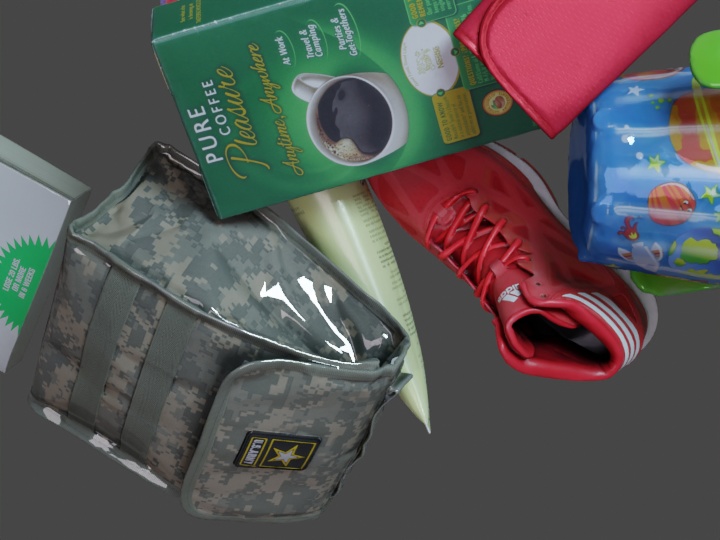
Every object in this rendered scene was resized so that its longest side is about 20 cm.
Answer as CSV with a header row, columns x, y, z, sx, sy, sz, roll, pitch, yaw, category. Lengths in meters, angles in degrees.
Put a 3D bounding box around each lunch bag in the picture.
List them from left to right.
x,y,z,sx,sy,sz,roll,pitch,yaw,category
-0.079,0.054,0.974,0.199,0.118,0.164,31,136,6,lunch bag

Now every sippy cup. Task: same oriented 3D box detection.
x,y,z,sx,sy,sz,roll,pitch,yaw,category
0.178,-0.051,0.877,0.129,0.140,0.179,1,113,0,sippy cup

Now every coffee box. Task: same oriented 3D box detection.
x,y,z,sx,sy,sz,roll,pitch,yaw,category
-0.002,-0.110,0.895,0.199,0.044,0.123,-16,128,5,coffee box

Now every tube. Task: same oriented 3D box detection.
x,y,z,sx,sy,sz,roll,pitch,yaw,category
0.000,0.000,0.985,0.052,0.058,0.201,-20,96,45,tube

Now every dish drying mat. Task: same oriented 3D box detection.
x,y,z,sx,sy,sz,roll,pitch,yaw,category
0.141,-0.162,0.828,0.200,0.018,0.077,-44,89,11,dish drying mat

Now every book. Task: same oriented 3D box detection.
x,y,z,sx,sy,sz,roll,pitch,yaw,category
-0.286,-0.040,1.075,0.199,0.048,0.134,28,112,6,book

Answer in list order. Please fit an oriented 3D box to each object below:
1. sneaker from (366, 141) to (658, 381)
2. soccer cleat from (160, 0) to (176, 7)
x,y,z,sx,sy,sz,roll,pitch,yaw,category
0.078,-0.012,0.938,0.199,0.116,0.079,33,108,8,sneaker
-0.071,-0.233,0.970,0.077,0.066,0.201,51,126,42,soccer cleat
